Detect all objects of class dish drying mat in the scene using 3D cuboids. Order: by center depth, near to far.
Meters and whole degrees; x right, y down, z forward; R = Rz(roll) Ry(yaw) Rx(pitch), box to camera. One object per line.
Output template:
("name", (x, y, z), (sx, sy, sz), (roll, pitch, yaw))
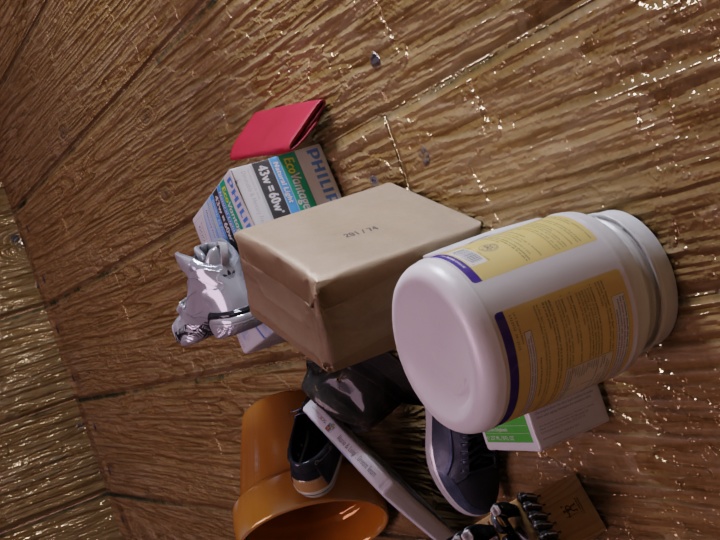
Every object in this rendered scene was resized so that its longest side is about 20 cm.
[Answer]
("dish drying mat", (-0.104, -0.170, 1.553), (0.018, 0.077, 0.200), (40, 164, -23))

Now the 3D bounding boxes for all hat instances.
("hat", (-0.010, 0.135, 1.433), (0.201, 0.081, 0.201), (29, 164, 9))

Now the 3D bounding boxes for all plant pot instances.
("plant pot", (-0.080, 0.267, 1.679), (0.200, 0.200, 0.183), (108, 152, -52))

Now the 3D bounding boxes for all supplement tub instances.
("supplement tub", (0.142, 0.036, 1.034), (0.145, 0.200, 0.145), (43, 142, 46))

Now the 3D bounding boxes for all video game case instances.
("video game case", (0.034, 0.247, 1.486), (0.200, 0.024, 0.182), (47, 176, -42))

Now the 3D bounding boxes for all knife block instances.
("knife block", (0.139, 0.270, 1.231), (0.064, 0.176, 0.200), (62, 154, 20))

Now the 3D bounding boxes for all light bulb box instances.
("light bulb box", (-0.098, -0.022, 1.568), (0.198, 0.125, 0.200), (67, 156, 8))

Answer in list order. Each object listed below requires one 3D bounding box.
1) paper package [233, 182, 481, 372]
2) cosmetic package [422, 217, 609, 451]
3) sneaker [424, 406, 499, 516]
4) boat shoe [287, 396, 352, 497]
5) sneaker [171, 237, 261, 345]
("paper package", (0.000, 0.000, 1.296), (0.191, 0.200, 0.104), (31, 134, 53))
("cosmetic package", (0.144, 0.061, 1.185), (0.108, 0.085, 0.200), (-21, 89, 67))
("sneaker", (0.125, 0.169, 1.305), (0.146, 0.077, 0.202), (5, 110, 66))
("boat shoe", (-0.048, 0.187, 1.582), (0.200, 0.075, 0.062), (-75, -29, -44))
("sneaker", (-0.187, 0.025, 1.553), (0.200, 0.075, 0.115), (-13, 96, 60))
